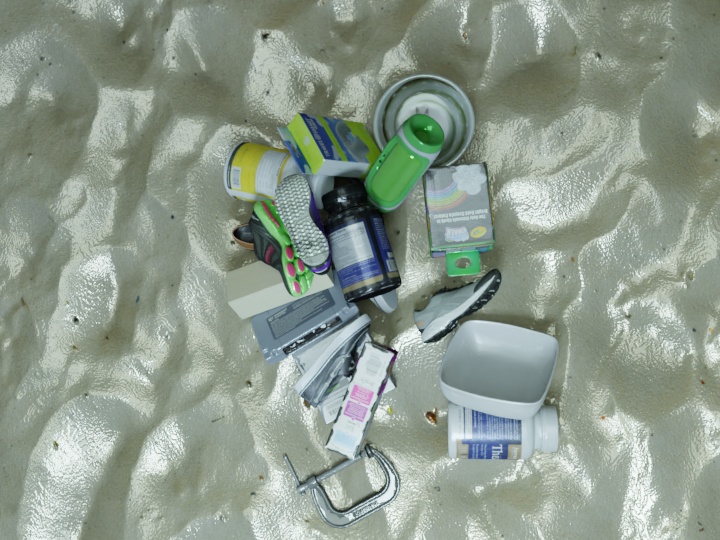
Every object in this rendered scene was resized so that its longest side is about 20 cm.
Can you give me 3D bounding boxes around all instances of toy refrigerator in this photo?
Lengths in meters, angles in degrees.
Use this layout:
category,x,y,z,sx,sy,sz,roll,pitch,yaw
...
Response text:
category,x,y,z,sx,sy,sz,roll,pitch,yaw
toy refrigerator,-0.155,0.019,1.608,0.198,0.070,0.076,-21,50,11

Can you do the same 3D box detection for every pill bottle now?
category,x,y,z,sx,sy,sz,roll,pitch,yaw
pill bottle,-0.156,-0.177,1.603,0.198,0.112,0.113,14,86,22
pill bottle,-0.003,-0.051,1.525,0.111,0.112,0.202,-18,83,4
pill bottle,0.260,0.292,1.536,0.197,0.111,0.112,-1,85,6

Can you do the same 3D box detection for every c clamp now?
category,x,y,z,sx,sy,sz,roll,pitch,yaw
c clamp,-0.030,0.401,1.601,0.198,0.027,0.172,-24,83,4

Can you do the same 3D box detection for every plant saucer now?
category,x,y,z,sx,sy,sz,roll,pitch,yaw
plant saucer,0.125,-0.282,1.631,0.197,0.050,0.203,-1,82,6

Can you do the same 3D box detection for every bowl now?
category,x,y,z,sx,sy,sz,roll,pitch,yaw
bowl,0.251,0.188,1.519,0.198,0.200,0.075,12,129,19

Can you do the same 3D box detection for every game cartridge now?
category,x,y,z,sx,sy,sz,roll,pitch,yaw
game cartridge,-0.111,0.083,1.596,0.199,0.042,0.134,-30,38,0

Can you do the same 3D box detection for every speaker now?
category,x,y,z,sx,sy,sz,roll,pitch,yaw
speaker,0.075,-0.192,1.518,0.088,0.200,0.089,14,53,-19

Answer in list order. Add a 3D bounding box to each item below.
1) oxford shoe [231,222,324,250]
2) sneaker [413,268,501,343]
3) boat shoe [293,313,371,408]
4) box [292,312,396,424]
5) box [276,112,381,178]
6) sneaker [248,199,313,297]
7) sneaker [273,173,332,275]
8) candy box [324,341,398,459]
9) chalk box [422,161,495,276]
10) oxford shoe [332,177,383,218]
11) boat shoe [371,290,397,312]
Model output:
category,x,y,z,sx,sy,sz,roll,pitch,yaw
oxford shoe,-0.157,-0.065,1.624,0.197,0.071,0.072,-2,84,12
sneaker,0.179,0.056,1.568,0.200,0.074,0.080,-38,71,21
boat shoe,-0.039,0.171,1.560,0.068,0.072,0.200,42,92,10
box,-0.042,0.172,1.616,0.155,0.041,0.201,-28,84,2
box,-0.050,-0.233,1.568,0.048,0.199,0.123,-47,60,34
sneaker,-0.149,-0.036,1.551,0.084,0.076,0.201,-45,63,43
sneaker,-0.099,-0.075,1.501,0.069,0.100,0.202,-20,62,3
candy box,0.004,0.232,1.518,0.060,0.136,0.202,20,88,7
chalk box,0.186,-0.090,1.574,0.123,0.124,0.203,-5,85,4
oxford shoe,-0.024,-0.146,1.632,0.084,0.073,0.201,-38,73,8
boat shoe,0.000,0.000,1.621,0.070,0.071,0.201,-33,86,30
